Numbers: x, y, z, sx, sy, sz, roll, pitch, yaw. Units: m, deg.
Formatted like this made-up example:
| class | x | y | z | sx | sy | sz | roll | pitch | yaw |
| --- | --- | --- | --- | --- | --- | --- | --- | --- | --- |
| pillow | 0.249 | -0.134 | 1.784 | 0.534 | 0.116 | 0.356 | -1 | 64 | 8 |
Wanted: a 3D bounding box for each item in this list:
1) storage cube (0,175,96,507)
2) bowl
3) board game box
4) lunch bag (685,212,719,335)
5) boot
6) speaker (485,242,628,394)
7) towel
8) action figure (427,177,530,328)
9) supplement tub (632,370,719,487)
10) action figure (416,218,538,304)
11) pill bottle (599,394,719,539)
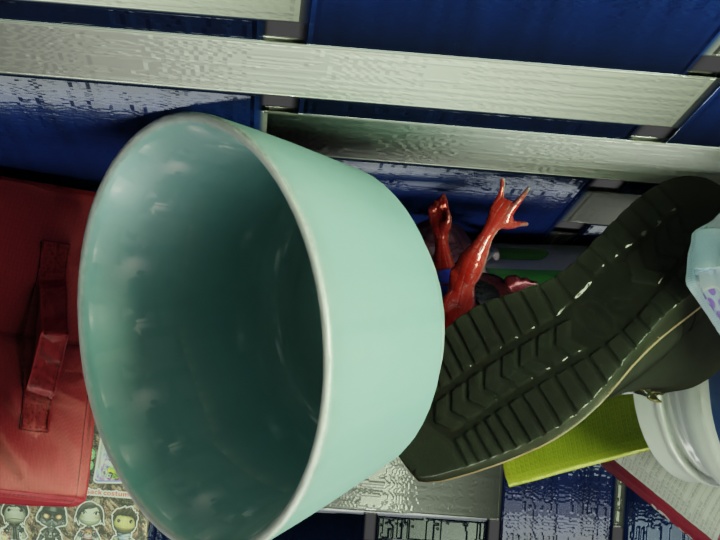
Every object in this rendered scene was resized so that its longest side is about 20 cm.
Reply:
| class | x | y | z | sx | sy | sz | roll | pitch | yaw |
| --- | --- | --- | --- | --- | --- | --- | --- | --- | --- |
| storage cube | -0.255 | 0.033 | 1.398 | 0.179 | 0.172 | 0.200 | 10 | 172 | -28 |
| bowl | -0.035 | 0.025 | 1.183 | 0.105 | 0.202 | 0.200 | -6 | 180 | -37 |
| board game box | -0.171 | 0.079 | 1.575 | 0.096 | 0.201 | 0.159 | 6 | 172 | -5 |
| lunch bag | 0.263 | 0.014 | 1.142 | 0.199 | 0.128 | 0.169 | 15 | 167 | -25 |
| boot | 0.114 | 0.054 | 1.261 | 0.199 | 0.078 | 0.138 | -33 | 153 | 0 |
| speaker | 0.081 | 0.027 | 1.482 | 0.199 | 0.089 | 0.088 | 2 | 172 | 17 |
| towel | 0.172 | 0.062 | 1.498 | 0.199 | 0.086 | 0.018 | -16 | 154 | 11 |
| action figure | 0.012 | -0.020 | 1.299 | 0.199 | 0.099 | 0.065 | 26 | 179 | 10 |
| supplement tub | 0.259 | 0.054 | 1.362 | 0.199 | 0.145 | 0.144 | -3 | 170 | 42 |
| action figure | 0.000 | 0.000 | 1.382 | 0.199 | 0.134 | 0.149 | 0 | 143 | 24 |
| pill bottle | 0.204 | 0.096 | 1.547 | 0.200 | 0.110 | 0.109 | 39 | -172 | 24 |
